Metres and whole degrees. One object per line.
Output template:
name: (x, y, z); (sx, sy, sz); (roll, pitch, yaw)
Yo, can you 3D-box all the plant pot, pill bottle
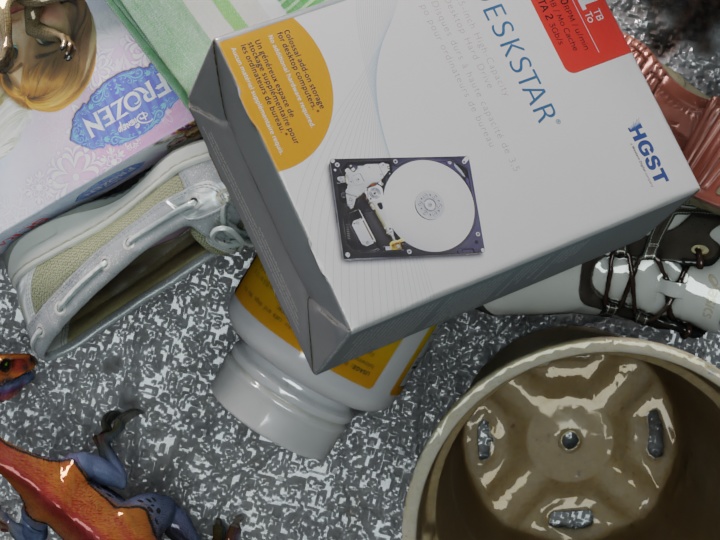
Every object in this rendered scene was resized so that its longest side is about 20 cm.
plant pot: (0.119, 0.114, 0.992); (0.199, 0.184, 0.202); (0, 101, 0)
pill bottle: (0.000, 0.000, 1.019); (0.109, 0.109, 0.201); (31, 98, -3)

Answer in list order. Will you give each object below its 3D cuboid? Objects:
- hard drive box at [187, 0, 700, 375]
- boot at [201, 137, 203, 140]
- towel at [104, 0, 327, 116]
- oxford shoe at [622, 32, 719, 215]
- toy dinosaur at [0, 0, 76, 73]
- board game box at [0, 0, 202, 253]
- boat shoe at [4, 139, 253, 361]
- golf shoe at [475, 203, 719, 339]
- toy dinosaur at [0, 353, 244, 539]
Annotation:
hard drive box: (0.039, -0.062, 0.907); (0.199, 0.077, 0.157); (-22, 79, -22)
boot: (-0.060, -0.180, 1.019); (0.167, 0.076, 0.201); (-28, 98, 0)
towel: (-0.049, -0.191, 0.936); (0.200, 0.023, 0.153); (-46, 115, -18)
oxford shoe: (0.164, -0.072, 1.006); (0.200, 0.074, 0.071); (39, 96, 41)
toy dinosaur: (-0.201, -0.161, 0.963); (0.199, 0.058, 0.102); (24, 81, 9)
board game box: (-0.193, -0.125, 1.001); (0.199, 0.041, 0.201); (-29, 82, 15)
boat shoe: (-0.098, -0.017, 0.983); (0.201, 0.074, 0.065); (-23, 71, 16)
golf shoe: (0.148, -0.005, 0.989); (0.199, 0.094, 0.078); (-10, 120, -28)
toy dinosaur: (-0.141, 0.123, 1.020); (0.181, 0.200, 0.105); (43, 77, -35)
